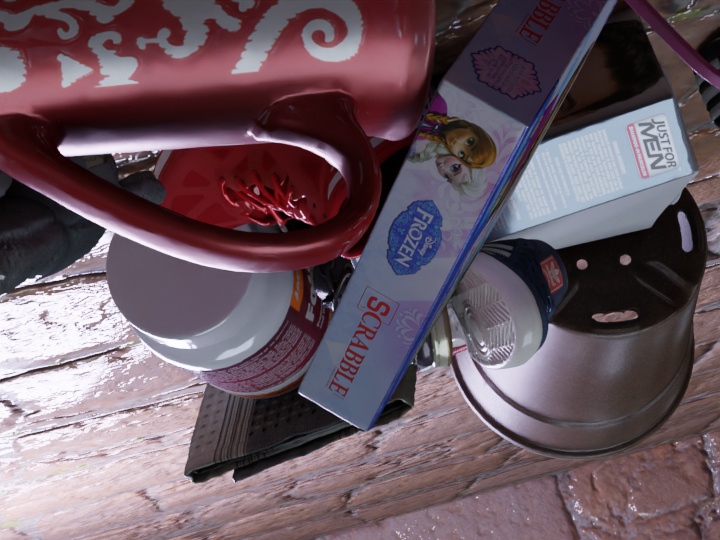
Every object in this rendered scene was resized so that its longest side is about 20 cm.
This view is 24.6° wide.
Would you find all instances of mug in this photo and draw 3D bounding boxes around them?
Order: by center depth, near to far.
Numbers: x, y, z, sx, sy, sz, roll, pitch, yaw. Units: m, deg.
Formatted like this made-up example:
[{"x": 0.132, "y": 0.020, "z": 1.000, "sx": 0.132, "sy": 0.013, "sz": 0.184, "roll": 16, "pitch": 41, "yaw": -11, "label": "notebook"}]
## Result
[{"x": -0.079, "y": -0.094, "z": 0.636, "sx": 0.200, "sy": 0.178, "sz": 0.134, "roll": -7, "pitch": 130, "yaw": -14, "label": "mug"}]

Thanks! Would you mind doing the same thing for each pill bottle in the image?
[{"x": -0.089, "y": 0.016, "z": 1.087, "sx": 0.114, "sy": 0.114, "sz": 0.200, "roll": -18, "pitch": 165, "yaw": 7, "label": "pill bottle"}]

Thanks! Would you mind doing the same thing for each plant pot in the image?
[{"x": 0.168, "y": 0.018, "z": 1.237, "sx": 0.200, "sy": 0.200, "sz": 0.198, "roll": -15, "pitch": 158, "yaw": -6, "label": "plant pot"}]

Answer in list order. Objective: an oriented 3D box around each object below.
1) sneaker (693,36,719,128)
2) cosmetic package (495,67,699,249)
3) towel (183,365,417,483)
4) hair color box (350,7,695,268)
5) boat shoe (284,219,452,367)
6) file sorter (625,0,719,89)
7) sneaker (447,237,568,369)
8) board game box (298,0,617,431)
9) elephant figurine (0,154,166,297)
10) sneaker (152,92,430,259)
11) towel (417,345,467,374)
[{"x": 0.295, "y": -0.149, "z": 1.005, "sx": 0.115, "sy": 0.076, "sz": 0.200, "roll": -16, "pitch": 176, "yaw": -19, "label": "sneaker"}, {"x": 0.108, "y": -0.060, "z": 1.089, "sx": 0.200, "sy": 0.081, "sz": 0.113, "roll": -14, "pitch": 165, "yaw": -14, "label": "cosmetic package"}, {"x": -0.033, "y": 0.065, "z": 1.210, "sx": 0.192, "sy": 0.200, "sz": 0.035, "roll": -20, "pitch": 124, "yaw": 24, "label": "towel"}, {"x": 0.081, "y": -0.073, "z": 0.954, "sx": 0.200, "sy": 0.099, "sz": 0.061, "roll": -18, "pitch": 129, "yaw": 8, "label": "hair color box"}, {"x": 0.000, "y": 0.000, "z": 1.016, "sx": 0.065, "sy": 0.200, "sz": 0.072, "roll": -14, "pitch": 127, "yaw": -13, "label": "boat shoe"}, {"x": 0.173, "y": -0.167, "z": 0.549, "sx": 0.139, "sy": 0.125, "sz": 0.200, "roll": -11, "pitch": 144, "yaw": -45, "label": "file sorter"}, {"x": 0.092, "y": 0.011, "z": 0.997, "sx": 0.084, "sy": 0.075, "sz": 0.200, "roll": -17, "pitch": -173, "yaw": -10, "label": "sneaker"}, {"x": 0.056, "y": -0.056, "z": 0.752, "sx": 0.200, "sy": 0.041, "sz": 0.200, "roll": -56, "pitch": 174, "yaw": -45, "label": "board game box"}, {"x": -0.228, "y": -0.040, "z": 0.781, "sx": 0.200, "sy": 0.155, "sz": 0.142, "roll": -12, "pitch": -149, "yaw": 25, "label": "elephant figurine"}, {"x": -0.043, "y": -0.045, "z": 0.890, "sx": 0.078, "sy": 0.116, "sz": 0.200, "roll": 26, "pitch": 134, "yaw": -34, "label": "sneaker"}, {"x": -0.012, "y": 0.060, "z": 1.244, "sx": 0.200, "sy": 0.146, "sz": 0.030, "roll": -30, "pitch": 121, "yaw": 14, "label": "towel"}]
